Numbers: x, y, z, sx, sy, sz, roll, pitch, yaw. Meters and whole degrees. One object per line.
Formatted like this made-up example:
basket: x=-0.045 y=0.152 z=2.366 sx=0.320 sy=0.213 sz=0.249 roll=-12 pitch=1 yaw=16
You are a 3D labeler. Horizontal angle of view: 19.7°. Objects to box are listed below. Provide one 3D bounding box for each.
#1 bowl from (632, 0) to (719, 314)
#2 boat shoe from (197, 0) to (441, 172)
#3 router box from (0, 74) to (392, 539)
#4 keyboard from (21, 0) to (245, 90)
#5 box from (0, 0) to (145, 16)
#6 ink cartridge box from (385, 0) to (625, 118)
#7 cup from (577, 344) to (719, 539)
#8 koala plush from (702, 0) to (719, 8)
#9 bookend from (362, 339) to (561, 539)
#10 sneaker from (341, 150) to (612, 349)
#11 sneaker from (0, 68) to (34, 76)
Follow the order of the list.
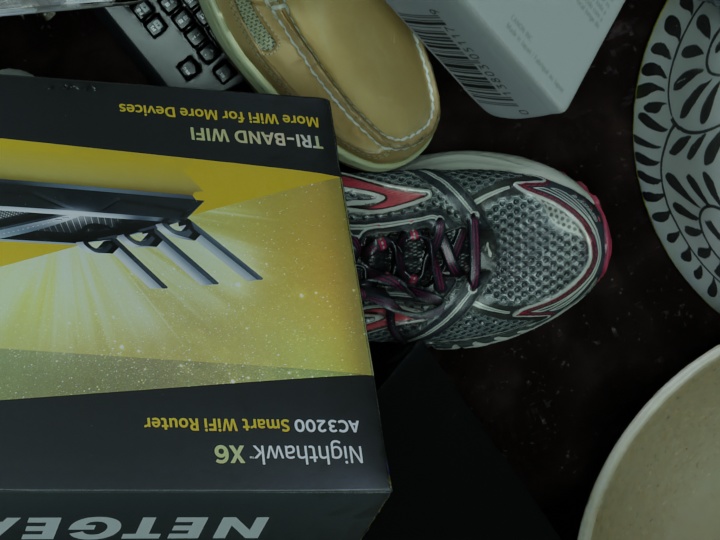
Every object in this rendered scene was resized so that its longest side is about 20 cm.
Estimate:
bowl: x=0.213 y=-0.052 z=0.802 sx=0.199 sy=0.094 sz=0.203 roll=-1 pitch=101 yaw=-5
boat shoe: x=-0.027 y=-0.128 z=0.762 sx=0.072 sy=0.076 sz=0.201 roll=-41 pitch=99 yaw=-32
router box: x=-0.099 y=0.014 z=0.686 sx=0.198 sy=0.052 sz=0.158 roll=2 pitch=57 yaw=-19
keyboard: x=-0.109 y=-0.146 z=0.786 sx=0.104 sy=0.040 sz=0.200 roll=-39 pitch=100 yaw=2
box: x=-0.161 y=-0.189 z=0.741 sx=0.157 sy=0.048 sz=0.202 roll=-1 pitch=99 yaw=15
ink cartridge box: x=0.062 y=-0.182 z=0.756 sx=0.162 sy=0.057 sz=0.201 roll=43 pitch=65 yaw=-37
cup: x=0.200 y=0.134 z=0.796 sx=0.200 sy=0.201 sz=0.143 roll=-42 pitch=139 yaw=3
koala plush: x=0.175 y=-0.219 z=0.712 sx=0.184 sy=0.177 sz=0.200 roll=46 pitch=71 yaw=-25
bookend: x=0.005 y=0.168 z=0.764 sx=0.092 sy=0.199 sz=0.201 roll=-26 pitch=105 yaw=40
sneaker: x=0.000 y=0.000 z=0.802 sx=0.198 sy=0.075 sz=0.081 roll=-4 pitch=100 yaw=-5
sneaker: x=-0.139 y=0.024 z=0.795 sx=0.076 sy=0.078 sz=0.202 roll=0 pitch=100 yaw=2
